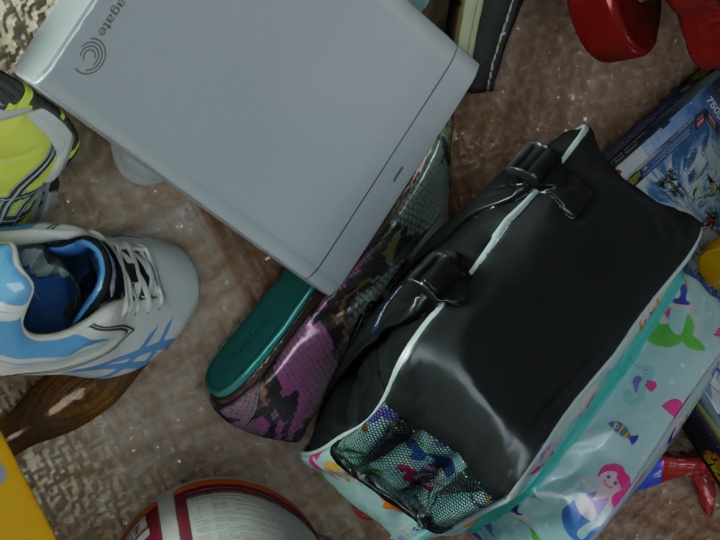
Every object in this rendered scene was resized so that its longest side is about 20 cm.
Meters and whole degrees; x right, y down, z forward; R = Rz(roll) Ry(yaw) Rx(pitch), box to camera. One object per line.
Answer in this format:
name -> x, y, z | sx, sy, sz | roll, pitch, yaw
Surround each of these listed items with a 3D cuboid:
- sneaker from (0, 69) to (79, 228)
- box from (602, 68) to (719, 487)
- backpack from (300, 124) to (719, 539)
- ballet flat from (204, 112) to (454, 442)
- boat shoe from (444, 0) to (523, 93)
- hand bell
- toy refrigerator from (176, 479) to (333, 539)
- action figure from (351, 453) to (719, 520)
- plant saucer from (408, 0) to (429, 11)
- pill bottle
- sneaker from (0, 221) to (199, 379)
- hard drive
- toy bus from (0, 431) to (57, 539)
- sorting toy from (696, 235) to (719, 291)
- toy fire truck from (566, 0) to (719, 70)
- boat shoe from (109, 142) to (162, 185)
sneaker -> -0.176, -0.040, 0.992 | 0.075, 0.200, 0.077 | 33, 72, 7
box -> 0.195, 0.009, 1.109 | 0.137, 0.040, 0.201 | -39, 103, -27
backpack -> 0.066, 0.047, 1.006 | 0.150, 0.200, 0.178 | 43, 63, -6
ballet flat -> 0.000, 0.000, 1.101 | 0.071, 0.069, 0.201 | 30, 98, -29
boat shoe -> 0.089, -0.180, 1.075 | 0.066, 0.072, 0.202 | 14, 92, -5
hand bell -> -0.187, 0.093, 1.085 | 0.199, 0.104, 0.105 | -34, 102, -13
toy refrigerator -> -0.010, 0.176, 1.117 | 0.199, 0.076, 0.070 | 24, 95, -10
action figure -> 0.092, 0.114, 1.126 | 0.198, 0.065, 0.052 | 2, 90, -10
plant saucer -> -0.037, -0.198, 1.026 | 0.200, 0.039, 0.202 | 7, 71, -20
pill bottle -> -0.056, 0.166, 0.968 | 0.109, 0.200, 0.110 | -1, 99, -7
sneaker -> -0.125, 0.011, 1.019 | 0.072, 0.200, 0.072 | -22, 83, 26
hard drive -> -0.044, -0.090, 0.979 | 0.200, 0.027, 0.132 | 36, 86, -41
toy bus -> -0.182, 0.129, 1.017 | 0.078, 0.065, 0.201 | -33, 108, -25
sorting toy -> 0.246, -0.047, 1.070 | 0.200, 0.106, 0.181 | 46, 47, -40
toy fire truck -> 0.160, -0.199, 1.035 | 0.111, 0.168, 0.201 | -9, 113, 30
boat shoe -> -0.086, -0.132, 1.058 | 0.074, 0.086, 0.203 | 12, 68, -17
